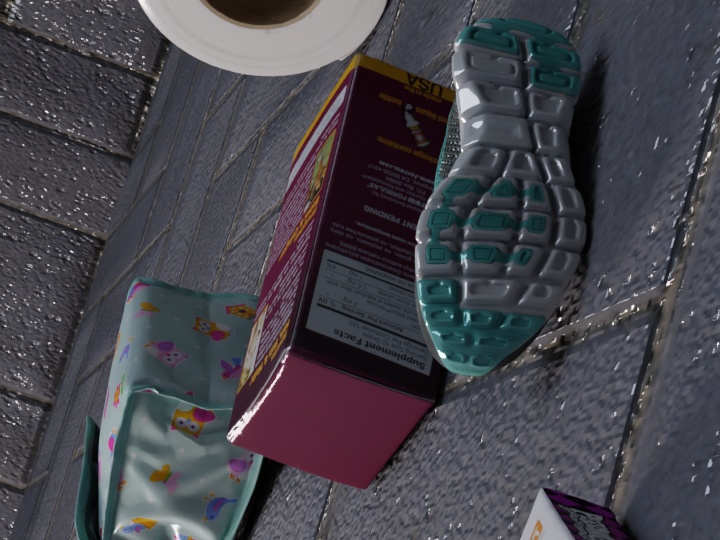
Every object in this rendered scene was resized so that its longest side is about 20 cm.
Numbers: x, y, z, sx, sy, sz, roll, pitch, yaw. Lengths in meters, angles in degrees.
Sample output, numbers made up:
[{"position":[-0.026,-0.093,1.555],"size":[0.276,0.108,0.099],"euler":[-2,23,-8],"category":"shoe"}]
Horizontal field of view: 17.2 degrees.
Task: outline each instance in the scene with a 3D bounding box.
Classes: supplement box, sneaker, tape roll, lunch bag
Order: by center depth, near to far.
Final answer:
[{"position":[0.064,-0.021,1.102],"size":[0.092,0.077,0.201],"euler":[98,-175,-49],"category":"sneaker"},{"position":[0.000,0.000,1.296],"size":[0.110,0.085,0.201],"euler":[125,161,-54],"category":"supplement box"},{"position":[-0.131,0.132,1.644],"size":[0.171,0.121,0.201],"euler":[-97,20,-62],"category":"lunch bag"},{"position":[-0.069,-0.268,1.804],"size":[0.140,0.201,0.203],"euler":[-82,16,-48],"category":"tape roll"}]

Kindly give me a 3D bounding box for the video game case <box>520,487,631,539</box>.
[{"position":[0.056,0.194,0.814],"size":[0.181,0.036,0.202],"euler":[-117,47,-77],"category":"video game case"}]
